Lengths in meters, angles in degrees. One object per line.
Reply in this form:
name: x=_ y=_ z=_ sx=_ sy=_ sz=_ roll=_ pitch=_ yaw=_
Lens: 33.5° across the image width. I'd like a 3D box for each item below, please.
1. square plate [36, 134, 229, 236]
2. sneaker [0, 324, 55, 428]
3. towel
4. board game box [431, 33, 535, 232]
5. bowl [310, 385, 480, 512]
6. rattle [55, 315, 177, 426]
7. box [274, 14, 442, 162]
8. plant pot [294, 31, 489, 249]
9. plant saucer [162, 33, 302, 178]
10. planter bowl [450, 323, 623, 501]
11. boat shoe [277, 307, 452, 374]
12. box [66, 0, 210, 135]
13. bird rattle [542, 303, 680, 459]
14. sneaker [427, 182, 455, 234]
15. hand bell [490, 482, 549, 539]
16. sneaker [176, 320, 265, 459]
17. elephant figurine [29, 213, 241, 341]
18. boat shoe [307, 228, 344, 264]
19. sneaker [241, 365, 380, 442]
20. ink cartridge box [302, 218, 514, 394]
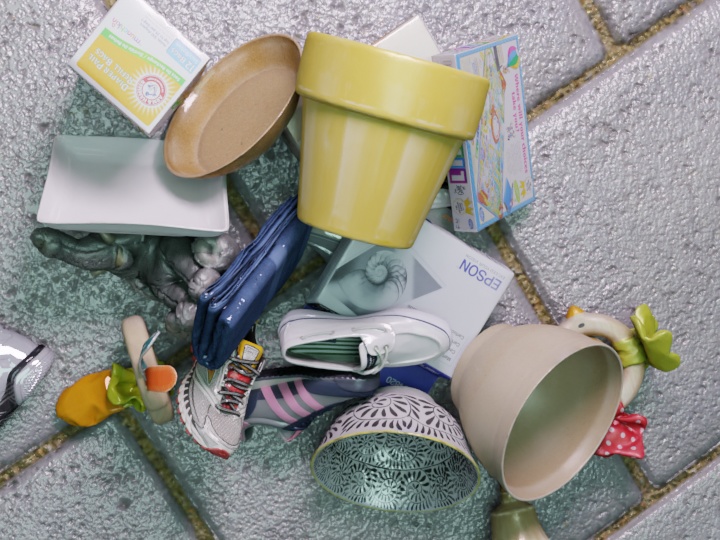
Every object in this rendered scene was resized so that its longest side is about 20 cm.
square plate: x=-0.245 y=-0.090 z=1.315 sx=0.197 sy=0.199 sz=0.029 roll=2 pitch=123 yaw=-9
sneaker: x=-0.447 y=0.141 z=1.351 sx=0.115 sy=0.075 sz=0.201 roll=40 pitch=83 yaw=-10
towel: x=-0.118 y=0.011 z=1.309 sx=0.048 sy=0.112 sz=0.201 roll=29 pitch=49 yaw=6
board game box: x=0.146 y=-0.161 z=1.387 sx=0.134 sy=0.034 sz=0.203 roll=-26 pitch=113 yaw=-47
bowl: x=0.044 y=0.197 z=1.404 sx=0.198 sy=0.201 sz=0.095 roll=14 pitch=54 yaw=-10
rattle: x=-0.272 y=0.122 z=1.311 sx=0.140 sy=0.200 sz=0.133 roll=-2 pitch=96 yaw=-9
box: x=-0.002 y=-0.206 z=1.384 sx=0.199 sy=0.095 sz=0.078 roll=-34 pitch=99 yaw=-7
plant pot: x=0.018 y=-0.131 z=1.246 sx=0.198 sy=0.201 sz=0.192 roll=12 pitch=98 yaw=-10
plant saucer: x=-0.133 y=-0.174 z=1.328 sx=0.201 sy=0.200 sz=0.035 roll=-48 pitch=127 yaw=-2
planter bowl: x=0.189 y=0.145 z=1.389 sx=0.198 sy=0.134 sz=0.203 roll=-23 pitch=129 yaw=-32
boat shoe: x=0.006 y=0.089 z=1.335 sx=0.196 sy=0.067 sz=0.074 roll=0 pitch=124 yaw=0
box: x=-0.237 y=-0.218 z=1.289 sx=0.112 sy=0.200 sz=0.102 roll=40 pitch=88 yaw=-10
bird rattle: x=0.298 y=0.131 z=1.479 sx=0.161 sy=0.113 sz=0.202 roll=25 pitch=103 yaw=1
sneaker: x=0.024 y=-0.067 z=1.412 sx=0.197 sy=0.074 sz=0.081 roll=2 pitch=99 yaw=-10
hand bell: x=0.178 y=0.259 z=1.468 sx=0.102 sy=0.104 sz=0.203 roll=-11 pitch=84 yaw=-8
sneaker: x=-0.151 y=0.114 z=1.335 sx=0.082 sy=0.202 sz=0.077 roll=-29 pitch=137 yaw=32
elephant figurine: x=-0.235 y=-0.025 z=1.334 sx=0.198 sy=0.155 sz=0.143 roll=27 pitch=77 yaw=10
boat shoe: x=0.000 y=0.000 z=1.413 sx=0.199 sy=0.070 sz=0.072 roll=25 pitch=87 yaw=-13
sneaker: x=-0.064 y=0.155 z=1.389 sx=0.197 sy=0.070 sz=0.083 roll=-6 pitch=96 yaw=25
ink cartridge box: x=0.047 y=0.039 z=1.382 sx=0.198 sy=0.041 sz=0.202 roll=28 pitch=98 yaw=-18
